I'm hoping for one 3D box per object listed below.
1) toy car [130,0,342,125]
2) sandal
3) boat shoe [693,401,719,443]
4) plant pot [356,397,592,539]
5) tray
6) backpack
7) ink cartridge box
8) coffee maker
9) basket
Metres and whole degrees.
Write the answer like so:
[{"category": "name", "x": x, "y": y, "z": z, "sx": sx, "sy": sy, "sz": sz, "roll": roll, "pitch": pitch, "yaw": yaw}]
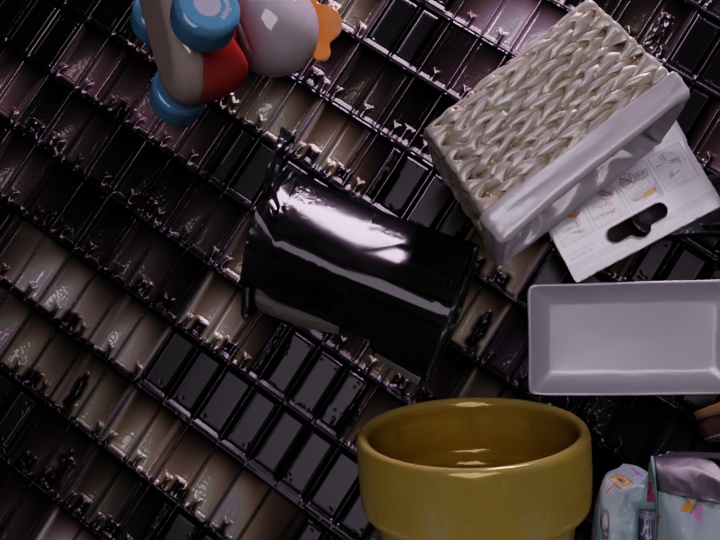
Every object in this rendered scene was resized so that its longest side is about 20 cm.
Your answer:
[{"category": "toy car", "x": -0.116, "y": -0.262, "z": 0.821, "sx": 0.197, "sy": 0.184, "sz": 0.180, "roll": -11, "pitch": 78, "yaw": -25}, {"category": "sandal", "x": 0.360, "y": -0.067, "z": 0.773, "sx": 0.197, "sy": 0.048, "sz": 0.077, "roll": -9, "pitch": 80, "yaw": 6}, {"category": "boat shoe", "x": 0.406, "y": 0.136, "z": 0.725, "sx": 0.197, "sy": 0.070, "sz": 0.071, "roll": -11, "pitch": 76, "yaw": 5}, {"category": "plant pot", "x": 0.099, "y": 0.227, "z": 0.695, "sx": 0.197, "sy": 0.201, "sz": 0.192, "roll": -2, "pitch": 97, "yaw": 6}, {"category": "tray", "x": 0.258, "y": 0.063, "z": 0.769, "sx": 0.196, "sy": 0.022, "sz": 0.109, "roll": -1, "pitch": 97, "yaw": 6}, {"category": "backpack", "x": 0.269, "y": 0.256, "z": 0.672, "sx": 0.151, "sy": 0.175, "sz": 0.204, "roll": -4, "pitch": 79, "yaw": 22}, {"category": "ink cartridge box", "x": 0.229, "y": -0.112, "z": 0.795, "sx": 0.161, "sy": 0.057, "sz": 0.202, "roll": -28, "pitch": 85, "yaw": 4}, {"category": "coffee maker", "x": 0.000, "y": 0.000, "z": 0.732, "sx": 0.197, "sy": 0.193, "sz": 0.136, "roll": 20, "pitch": 67, "yaw": 7}, {"category": "basket", "x": 0.163, "y": -0.118, "z": 0.715, "sx": 0.199, "sy": 0.136, "sz": 0.124, "roll": -38, "pitch": 77, "yaw": 3}]
